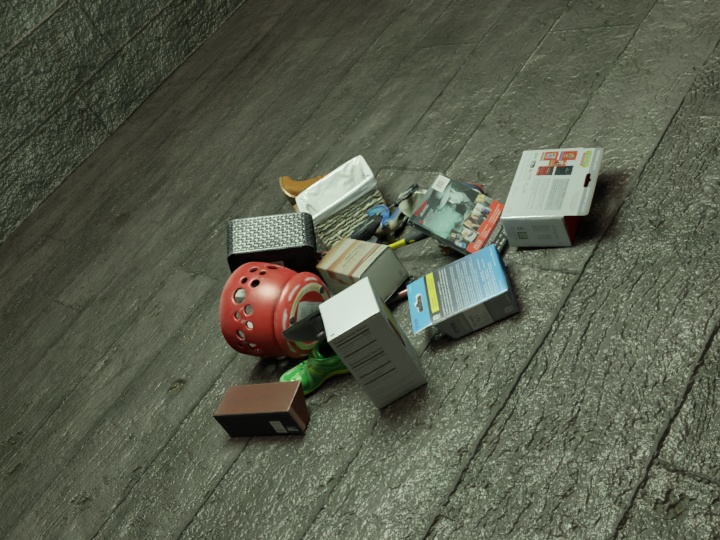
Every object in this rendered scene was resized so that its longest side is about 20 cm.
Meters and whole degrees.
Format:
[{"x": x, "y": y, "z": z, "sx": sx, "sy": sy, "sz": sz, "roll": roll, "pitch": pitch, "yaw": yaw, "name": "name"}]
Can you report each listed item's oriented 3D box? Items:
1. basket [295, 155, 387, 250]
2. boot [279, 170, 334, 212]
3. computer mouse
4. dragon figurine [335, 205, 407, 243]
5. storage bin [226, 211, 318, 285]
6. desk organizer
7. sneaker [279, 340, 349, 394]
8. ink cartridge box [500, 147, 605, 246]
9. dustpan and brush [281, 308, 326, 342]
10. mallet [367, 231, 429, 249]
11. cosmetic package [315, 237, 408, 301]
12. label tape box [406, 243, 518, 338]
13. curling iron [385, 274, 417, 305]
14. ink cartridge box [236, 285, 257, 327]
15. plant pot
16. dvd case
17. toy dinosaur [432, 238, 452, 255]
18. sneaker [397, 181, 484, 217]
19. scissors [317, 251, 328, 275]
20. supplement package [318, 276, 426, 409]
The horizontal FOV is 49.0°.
[{"x": -0.039, "y": -0.159, "z": 1.921, "sx": 0.198, "sy": 0.124, "sz": 0.136, "roll": -33, "pitch": 35, "yaw": 4, "name": "basket"}, {"x": -0.126, "y": -0.226, "z": 2.122, "sx": 0.154, "sy": 0.074, "sz": 0.201, "roll": -36, "pitch": 47, "yaw": 0, "name": "boot"}, {"x": 0.056, "y": -0.122, "z": 1.757, "sx": 0.199, "sy": 0.034, "sz": 0.059, "roll": -38, "pitch": 11, "yaw": 20, "name": "computer mouse"}, {"x": 0.046, "y": -0.110, "z": 1.848, "sx": 0.197, "sy": 0.059, "sz": 0.101, "roll": -13, "pitch": 40, "yaw": 28, "name": "dragon figurine"}, {"x": -0.198, "y": -0.047, "z": 1.793, "sx": 0.195, "sy": 0.136, "sz": 0.095, "roll": -6, "pitch": 57, "yaw": -1, "name": "storage bin"}, {"x": -0.192, "y": 0.278, "z": 1.587, "sx": 0.197, "sy": 0.072, "sz": 0.078, "roll": -9, "pitch": 39, "yaw": 32, "name": "desk organizer"}, {"x": -0.084, "y": 0.182, "z": 1.593, "sx": 0.197, "sy": 0.084, "sz": 0.075, "roll": -28, "pitch": 35, "yaw": 11, "name": "sneaker"}, {"x": 0.392, "y": -0.147, "z": 1.574, "sx": 0.173, "sy": 0.084, "sz": 0.202, "roll": 1, "pitch": 48, "yaw": 32, "name": "ink cartridge box"}, {"x": -0.045, "y": 0.110, "z": 1.569, "sx": 0.138, "sy": 0.058, "sz": 0.199, "roll": -31, "pitch": -13, "yaw": 31, "name": "dustpan and brush"}, {"x": 0.088, "y": -0.067, "z": 1.709, "sx": 0.199, "sy": 0.066, "sz": 0.042, "roll": -29, "pitch": 26, "yaw": 46, "name": "mallet"}, {"x": 0.000, "y": 0.000, "z": 1.706, "sx": 0.103, "sy": 0.088, "sz": 0.199, "roll": -46, "pitch": 27, "yaw": -19, "name": "cosmetic package"}, {"x": 0.194, "y": 0.052, "z": 1.532, "sx": 0.197, "sy": 0.066, "sz": 0.145, "roll": -27, "pitch": 35, "yaw": 17, "name": "label tape box"}, {"x": 0.039, "y": 0.069, "z": 1.677, "sx": 0.198, "sy": 0.026, "sz": 0.050, "roll": -32, "pitch": 22, "yaw": 9, "name": "curling iron"}, {"x": -0.220, "y": 0.040, "z": 1.888, "sx": 0.113, "sy": 0.068, "sz": 0.202, "roll": -3, "pitch": 46, "yaw": 36, "name": "ink cartridge box"}, {"x": -0.173, "y": 0.092, "z": 1.684, "sx": 0.180, "sy": 0.202, "sz": 0.202, "roll": 9, "pitch": 53, "yaw": 35, "name": "plant pot"}, {"x": 0.216, "y": -0.107, "z": 1.641, "sx": 0.197, "sy": 0.022, "sz": 0.147, "roll": 28, "pitch": 62, "yaw": 12, "name": "dvd case"}, {"x": 0.211, "y": -0.091, "z": 1.687, "sx": 0.197, "sy": 0.061, "sz": 0.107, "roll": 2, "pitch": 48, "yaw": 41, "name": "toy dinosaur"}, {"x": 0.184, "y": -0.161, "z": 1.775, "sx": 0.196, "sy": 0.076, "sz": 0.085, "roll": 2, "pitch": 29, "yaw": 18, "name": "sneaker"}, {"x": -0.141, "y": -0.040, "z": 1.873, "sx": 0.196, "sy": 0.014, "sz": 0.074, "roll": 20, "pitch": 56, "yaw": 10, "name": "scissors"}, {"x": 0.023, "y": 0.135, "z": 1.456, "sx": 0.108, "sy": 0.201, "sz": 0.114, "roll": -29, "pitch": 35, "yaw": 7, "name": "supplement package"}]
